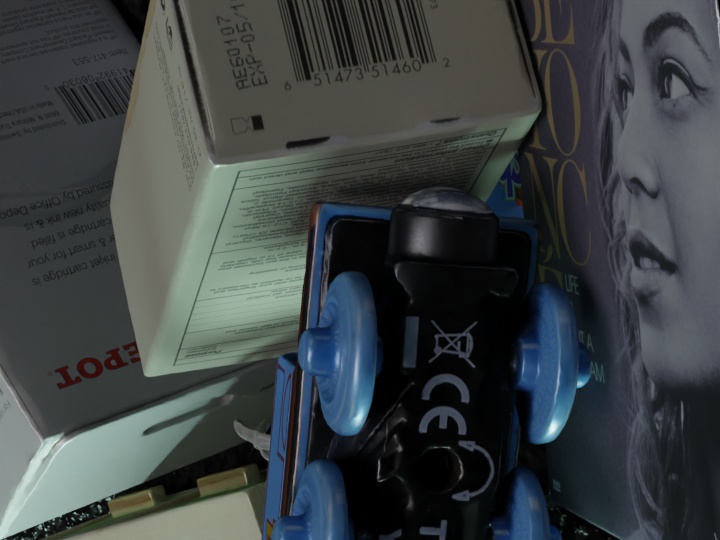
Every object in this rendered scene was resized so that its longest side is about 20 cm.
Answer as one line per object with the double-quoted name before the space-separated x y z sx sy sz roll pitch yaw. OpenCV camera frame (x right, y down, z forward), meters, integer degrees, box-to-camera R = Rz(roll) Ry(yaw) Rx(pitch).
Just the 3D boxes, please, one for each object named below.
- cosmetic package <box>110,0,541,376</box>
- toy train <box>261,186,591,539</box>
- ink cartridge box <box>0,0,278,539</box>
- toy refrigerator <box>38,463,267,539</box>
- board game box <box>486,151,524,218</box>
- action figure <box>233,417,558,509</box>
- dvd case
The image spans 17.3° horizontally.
"cosmetic package" -0.019 -0.035 0.764 0.200 0.103 0.073 121 138 -68
"toy train" 0.010 0.074 0.700 0.114 0.086 0.201 -158 71 -75
"ink cartridge box" -0.128 -0.011 0.964 0.200 0.146 0.086 56 140 18
"toy refrigerator" -0.067 0.123 1.000 0.200 0.076 0.070 -21 88 51
"board game box" 0.077 -0.099 0.709 0.152 0.045 0.201 28 123 60
"action figure" -0.013 0.106 0.838 0.102 0.200 0.119 33 127 43
"dvd case" 0.075 -0.019 0.646 0.149 0.016 0.201 -159 62 -72
